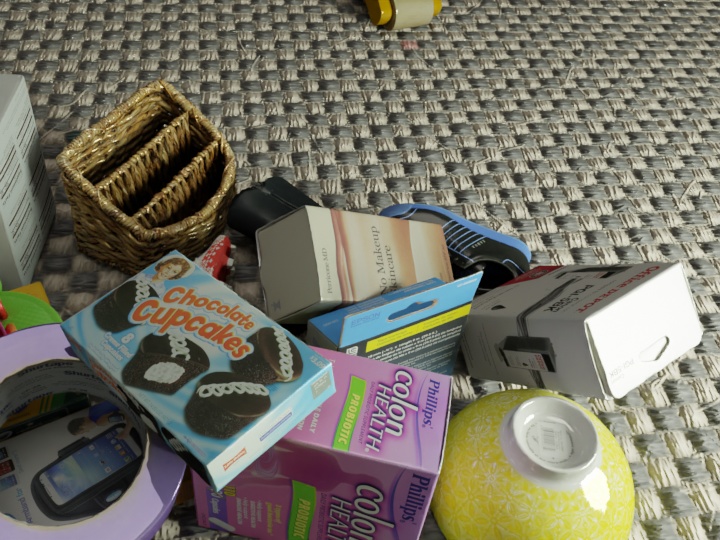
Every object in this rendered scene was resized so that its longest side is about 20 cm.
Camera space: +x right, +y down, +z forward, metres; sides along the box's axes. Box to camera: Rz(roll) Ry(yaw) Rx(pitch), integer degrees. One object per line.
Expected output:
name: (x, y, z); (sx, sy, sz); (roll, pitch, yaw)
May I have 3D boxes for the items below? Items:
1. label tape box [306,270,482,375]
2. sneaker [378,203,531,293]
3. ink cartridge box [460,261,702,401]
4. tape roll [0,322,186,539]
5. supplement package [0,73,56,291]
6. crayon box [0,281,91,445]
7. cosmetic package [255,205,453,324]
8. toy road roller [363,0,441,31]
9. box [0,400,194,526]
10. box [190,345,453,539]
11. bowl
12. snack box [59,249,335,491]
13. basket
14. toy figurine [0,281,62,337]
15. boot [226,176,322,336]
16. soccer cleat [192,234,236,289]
label tape box: (0.024, 0.068, 0.747); (0.144, 0.200, 0.063); (-17, 51, -23)
sneaker: (0.108, -0.022, 0.938); (0.200, 0.070, 0.078); (16, 39, 7)
ink cartridge box: (0.214, 0.054, 0.791); (0.147, 0.083, 0.200); (-25, 11, -28)
tape roll: (-0.245, 0.150, 0.640); (0.199, 0.085, 0.200); (8, 62, -14)
supplement package: (-0.461, -0.096, 0.847); (0.191, 0.200, 0.147); (3, 45, -5)
crayon box: (-0.363, 0.090, 0.782); (0.126, 0.052, 0.200); (-20, 51, -25)
cosmetic package: (0.000, 0.000, 0.811); (0.200, 0.087, 0.104); (2, 72, -43)
toy road roller: (0.048, -0.520, 1.406); (0.123, 0.146, 0.200); (-16, 87, -22)
box: (-0.264, 0.192, 0.703); (0.200, 0.042, 0.119); (-20, 52, -27)
box: (-0.037, 0.159, 0.668); (0.199, 0.176, 0.097); (11, 45, 3)
bowl: (0.168, 0.180, 0.722); (0.200, 0.108, 0.200); (4, 45, -4)
snack box: (-0.129, 0.066, 0.598); (0.200, 0.037, 0.116); (31, 55, 34)
basket: (-0.236, -0.107, 0.923); (0.142, 0.149, 0.200); (23, 46, 15)
toy figurine: (-0.371, 0.000, 0.704); (0.150, 0.184, 0.200); (-23, 52, -26)
boot: (-0.094, -0.023, 0.908); (0.168, 0.077, 0.200); (28, 46, 18)
soccer cleat: (-0.194, 0.031, 0.852); (0.085, 0.069, 0.200); (14, 50, 0)
